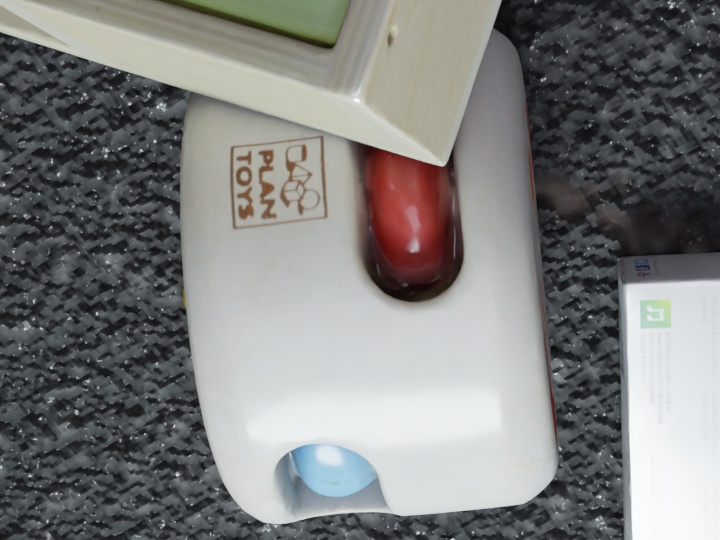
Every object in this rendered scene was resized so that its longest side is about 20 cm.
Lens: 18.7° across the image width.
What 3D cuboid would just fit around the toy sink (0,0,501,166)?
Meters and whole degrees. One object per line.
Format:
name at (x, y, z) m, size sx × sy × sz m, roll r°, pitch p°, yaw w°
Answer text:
toy sink at (-0.053, -0.132, 0.730) m, size 0.198 × 0.112 × 0.132 m, roll 19°, pitch 88°, yaw 20°

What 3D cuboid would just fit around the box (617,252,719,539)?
box at (0.211, 0.061, 0.935) m, size 0.198 × 0.036 × 0.146 m, roll -2°, pitch 112°, yaw 4°

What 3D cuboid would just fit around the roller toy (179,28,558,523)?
roller toy at (0.000, 0.000, 0.837) m, size 0.138 × 0.183 × 0.202 m, roll -5°, pitch 112°, yaw 5°
